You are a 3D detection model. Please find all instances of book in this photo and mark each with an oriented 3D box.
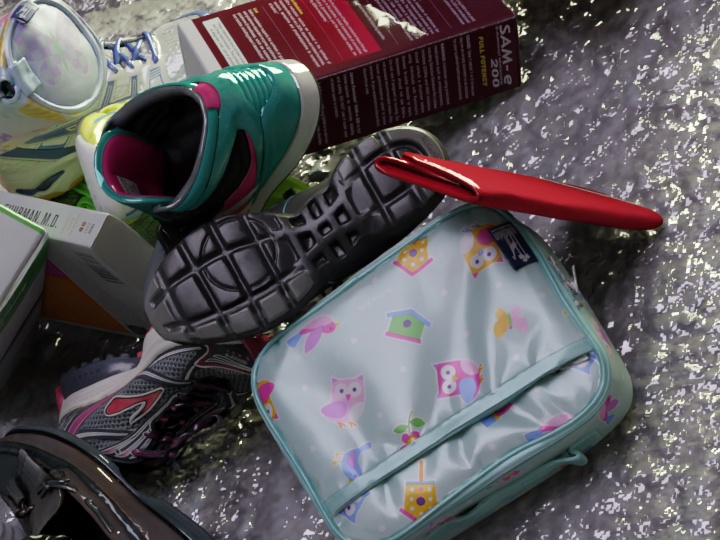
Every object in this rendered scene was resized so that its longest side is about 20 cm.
[{"bbox_3d":[-0.203,-0.008,1.631,0.200,0.134,0.048,13,69,40],"label":"book"}]

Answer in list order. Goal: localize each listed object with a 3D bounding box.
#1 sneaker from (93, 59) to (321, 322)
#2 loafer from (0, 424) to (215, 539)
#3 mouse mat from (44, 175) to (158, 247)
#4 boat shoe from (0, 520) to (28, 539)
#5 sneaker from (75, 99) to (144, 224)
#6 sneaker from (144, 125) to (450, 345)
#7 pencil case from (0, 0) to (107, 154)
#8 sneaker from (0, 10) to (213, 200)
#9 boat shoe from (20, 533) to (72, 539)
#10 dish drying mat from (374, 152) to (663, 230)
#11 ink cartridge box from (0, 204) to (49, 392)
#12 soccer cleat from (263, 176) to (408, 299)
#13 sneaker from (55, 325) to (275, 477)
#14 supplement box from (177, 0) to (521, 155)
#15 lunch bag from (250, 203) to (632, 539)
[{"bbox_3d":[-0.112,-0.039,1.478,0.084,0.121,0.200,46,123,33],"label":"sneaker"},{"bbox_3d":[-0.168,0.153,1.497,0.200,0.072,0.063,25,38,35],"label":"loafer"},{"bbox_3d":[-0.132,-0.076,1.734,0.200,0.008,0.161,8,60,39],"label":"mouse mat"},{"bbox_3d":[-0.295,0.196,1.573,0.200,0.067,0.074,-23,45,17],"label":"boat shoe"},{"bbox_3d":[-0.125,-0.086,1.636,0.105,0.076,0.200,-17,15,6],"label":"sneaker"},{"bbox_3d":[-0.032,-0.010,1.459,0.200,0.079,0.075,-28,77,-2],"label":"sneaker"},{"bbox_3d":[-0.256,-0.111,1.653,0.200,0.083,0.091,-22,29,45],"label":"pencil case"},{"bbox_3d":[-0.185,-0.129,1.746,0.200,0.088,0.075,-35,41,4],"label":"sneaker"},{"bbox_3d":[-0.158,0.258,1.438,0.075,0.093,0.200,-11,60,-29],"label":"boat shoe"},{"bbox_3d":[0.095,-0.045,1.424,0.077,0.200,0.018,21,98,36],"label":"dish drying mat"},{"bbox_3d":[-0.286,0.007,1.601,0.146,0.200,0.084,28,68,2],"label":"ink cartridge box"},{"bbox_3d":[0.000,0.000,1.540,0.200,0.081,0.068,35,88,25],"label":"soccer cleat"},{"bbox_3d":[-0.115,0.085,1.530,0.200,0.081,0.075,-29,50,44],"label":"sneaker"},{"bbox_3d":[-0.007,-0.141,1.611,0.200,0.061,0.109,-18,40,-12],"label":"supplement box"},{"bbox_3d":[0.050,0.066,1.416,0.200,0.077,0.161,-35,64,8],"label":"lunch bag"}]
